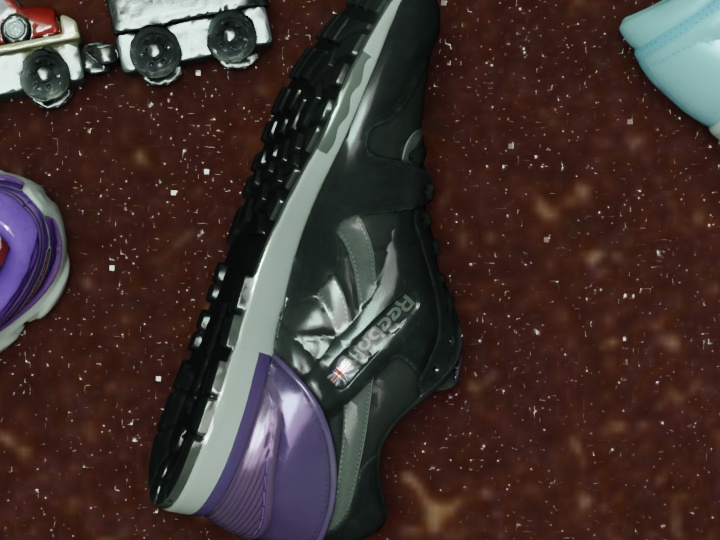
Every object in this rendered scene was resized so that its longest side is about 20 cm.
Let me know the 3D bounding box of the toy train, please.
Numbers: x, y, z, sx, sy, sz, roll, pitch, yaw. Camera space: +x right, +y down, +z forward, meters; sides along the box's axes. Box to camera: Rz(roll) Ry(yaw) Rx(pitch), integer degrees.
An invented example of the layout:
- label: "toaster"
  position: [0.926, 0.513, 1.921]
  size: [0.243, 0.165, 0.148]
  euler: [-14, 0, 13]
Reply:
- label: "toy train"
  position: [-0.130, -0.077, 0.901]
  size: [0.199, 0.034, 0.046]
  euler: [-12, 88, -2]

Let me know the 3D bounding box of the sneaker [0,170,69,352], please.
- label: "sneaker"
  position: [-0.189, 0.033, 0.874]
  size: [0.200, 0.083, 0.081]
  euler: [-42, 90, -1]

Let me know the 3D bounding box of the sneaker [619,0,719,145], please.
- label: "sneaker"
  position: [0.167, -0.138, 0.891]
  size: [0.082, 0.074, 0.200]
  euler: [38, 88, -4]

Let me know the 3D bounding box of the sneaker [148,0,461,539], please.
- label: "sneaker"
  position: [0.000, 0.000, 0.895]
  size: [0.087, 0.076, 0.201]
  euler: [20, 92, -16]
